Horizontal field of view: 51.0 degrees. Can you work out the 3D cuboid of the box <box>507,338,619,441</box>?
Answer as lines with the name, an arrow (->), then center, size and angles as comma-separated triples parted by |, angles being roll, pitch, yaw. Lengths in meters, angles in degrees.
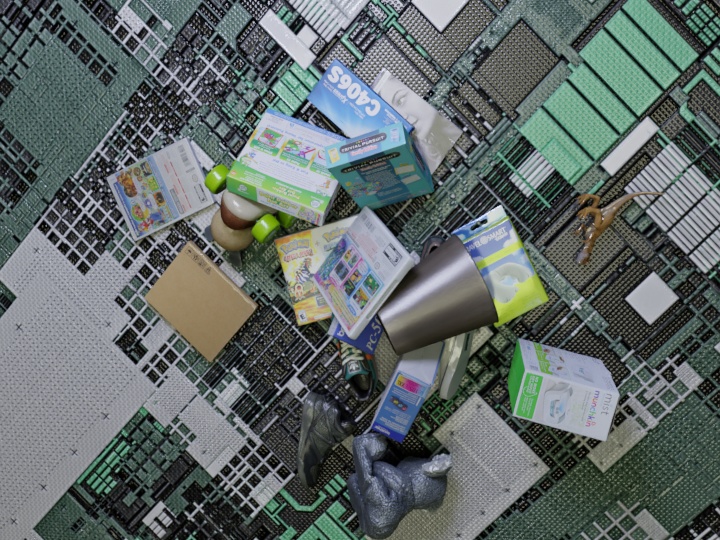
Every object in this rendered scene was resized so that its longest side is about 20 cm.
box -> 0.375, 0.216, 1.416 | 0.172, 0.200, 0.099 | 14, 102, 5

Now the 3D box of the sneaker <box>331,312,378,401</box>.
sneaker -> -0.010, 0.167, 1.507 | 0.070, 0.080, 0.204 | -16, 110, 11

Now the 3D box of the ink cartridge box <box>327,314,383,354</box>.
ink cartridge box -> 0.019, 0.050, 1.462 | 0.092, 0.044, 0.204 | 24, 84, -16

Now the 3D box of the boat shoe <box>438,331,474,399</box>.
boat shoe -> 0.178, 0.155, 1.510 | 0.069, 0.070, 0.205 | 19, 106, 30

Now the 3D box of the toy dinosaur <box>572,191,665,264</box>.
toy dinosaur -> 0.463, -0.105, 1.432 | 0.105, 0.061, 0.201 | 31, 109, -22

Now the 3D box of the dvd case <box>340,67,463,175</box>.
dvd case -> 0.080, -0.271, 1.472 | 0.199, 0.016, 0.150 | 38, 103, 1

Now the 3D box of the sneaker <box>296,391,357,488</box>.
sneaker -> -0.071, 0.362, 1.571 | 0.111, 0.076, 0.205 | 9, 96, 13

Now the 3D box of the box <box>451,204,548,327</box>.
box -> 0.271, -0.008, 1.472 | 0.120, 0.048, 0.203 | -27, 95, 11

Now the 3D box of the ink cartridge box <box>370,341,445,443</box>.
ink cartridge box -> 0.087, 0.235, 1.475 | 0.075, 0.137, 0.202 | 26, 127, 2

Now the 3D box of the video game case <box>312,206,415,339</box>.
video game case -> 0.000, 0.000, 1.409 | 0.023, 0.201, 0.183 | 28, 105, -38

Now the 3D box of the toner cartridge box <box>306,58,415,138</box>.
toner cartridge box -> 0.001, -0.303, 1.449 | 0.199, 0.043, 0.095 | 41, 105, 2

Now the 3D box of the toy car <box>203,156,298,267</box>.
toy car -> -0.240, -0.099, 1.511 | 0.164, 0.157, 0.201 | 44, 130, 6

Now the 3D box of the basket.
basket -> 0.128, 0.059, 1.395 | 0.197, 0.136, 0.183 | -26, 85, -3

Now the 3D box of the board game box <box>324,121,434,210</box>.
board game box -> 0.039, -0.185, 1.390 | 0.148, 0.200, 0.048 | -15, 67, 15

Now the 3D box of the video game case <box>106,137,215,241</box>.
video game case -> -0.413, -0.167, 1.563 | 0.196, 0.018, 0.146 | -23, 96, 11

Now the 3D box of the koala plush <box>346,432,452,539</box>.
koala plush -> 0.090, 0.438, 1.519 | 0.195, 0.185, 0.181 | -4, 127, -16

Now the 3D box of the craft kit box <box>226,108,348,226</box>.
craft kit box -> -0.126, -0.200, 1.436 | 0.196, 0.200, 0.049 | 21, 141, 4

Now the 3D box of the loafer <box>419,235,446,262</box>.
loafer -> 0.134, 0.034, 1.491 | 0.070, 0.063, 0.206 | 7, 100, 7

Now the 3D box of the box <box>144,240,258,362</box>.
box -> -0.337, 0.066, 1.588 | 0.200, 0.021, 0.164 | 43, 103, -1

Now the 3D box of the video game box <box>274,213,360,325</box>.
video game box -> -0.056, -0.003, 1.524 | 0.195, 0.047, 0.187 | -15, 95, 10
